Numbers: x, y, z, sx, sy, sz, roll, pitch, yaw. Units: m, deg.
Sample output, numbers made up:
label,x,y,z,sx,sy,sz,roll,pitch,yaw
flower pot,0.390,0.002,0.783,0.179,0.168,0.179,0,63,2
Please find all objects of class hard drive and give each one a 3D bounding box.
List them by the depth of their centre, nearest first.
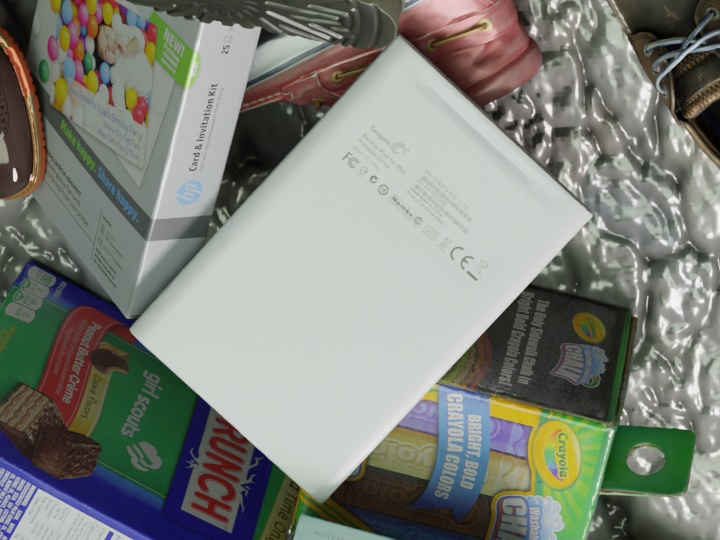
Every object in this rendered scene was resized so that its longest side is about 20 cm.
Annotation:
label,x,y,z,sx,sy,sz,roll,pitch,yaw
hard drive,0.000,0.000,1.252,0.132,0.026,0.200,42,98,-5

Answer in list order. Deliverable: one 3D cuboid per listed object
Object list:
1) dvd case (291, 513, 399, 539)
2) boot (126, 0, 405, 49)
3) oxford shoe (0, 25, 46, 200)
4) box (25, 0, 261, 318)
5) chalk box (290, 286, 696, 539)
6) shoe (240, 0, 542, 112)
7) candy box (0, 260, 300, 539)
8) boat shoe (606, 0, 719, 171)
label,x,y,z,sx,sy,sz,roll,pitch,yaw
dvd case,0.028,0.173,1.337,0.146,0.022,0.200,15,165,0
boot,-0.037,-0.210,1.165,0.181,0.200,0.073,15,158,-6
oxford shoe,-0.230,-0.116,1.289,0.071,0.073,0.200,-18,110,30
box,-0.117,-0.101,1.276,0.041,0.156,0.200,-5,128,-34
chalk box,0.078,0.089,1.349,0.199,0.124,0.124,15,120,5
shoe,-0.007,-0.101,1.292,0.200,0.072,0.091,-24,113,24
candy box,-0.133,0.107,1.378,0.200,0.169,0.077,30,123,-6
boat shoe,0.177,-0.109,1.247,0.072,0.072,0.200,-34,107,26
